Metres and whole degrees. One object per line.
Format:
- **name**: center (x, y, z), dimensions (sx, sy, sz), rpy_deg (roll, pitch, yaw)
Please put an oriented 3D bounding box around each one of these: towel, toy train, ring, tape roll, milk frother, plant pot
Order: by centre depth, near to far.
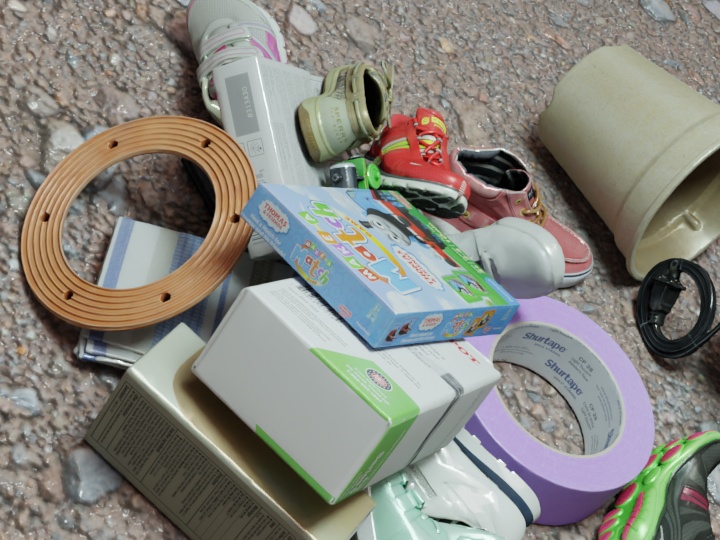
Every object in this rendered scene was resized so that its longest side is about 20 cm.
- **ring**: center (-0.174, -0.037, 1.231), dimensions (0.199, 0.019, 0.201), rpy_deg (-7, 56, 11)
- **towel**: center (-0.121, 0.039, 1.256), dimensions (0.199, 0.024, 0.147), rpy_deg (16, 50, -11)
- **toy train**: center (0.000, 0.000, 1.315), dimensions (0.056, 0.042, 0.201), rpy_deg (3, 79, -61)
- **tape roll**: center (0.157, 0.119, 1.361), dimensions (0.199, 0.066, 0.201), rpy_deg (18, 46, -20)
- **milk frother**: center (0.399, 0.064, 1.523), dimensions (0.200, 0.181, 0.188), rpy_deg (42, -3, 46)
- **plant pot**: center (0.286, -0.124, 1.572), dimensions (0.200, 0.201, 0.184), rpy_deg (-17, 54, -40)

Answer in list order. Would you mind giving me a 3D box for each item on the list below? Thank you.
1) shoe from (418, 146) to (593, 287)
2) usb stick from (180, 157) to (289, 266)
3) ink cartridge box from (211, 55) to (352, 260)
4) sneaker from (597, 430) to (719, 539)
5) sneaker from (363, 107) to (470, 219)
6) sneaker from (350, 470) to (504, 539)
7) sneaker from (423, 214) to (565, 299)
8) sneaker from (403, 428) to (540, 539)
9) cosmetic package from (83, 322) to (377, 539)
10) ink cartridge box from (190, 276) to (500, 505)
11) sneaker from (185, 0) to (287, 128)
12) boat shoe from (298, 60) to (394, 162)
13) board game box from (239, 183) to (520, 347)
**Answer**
- **shoe**: center (0.152, -0.051, 1.477), dimensions (0.199, 0.091, 0.072), rpy_deg (19, 47, -18)
- **usb stick**: center (-0.093, -0.032, 1.347), dimensions (0.055, 0.033, 0.200), rpy_deg (-13, 63, -40)
- **ink cartridge box**: center (-0.056, -0.093, 1.340), dimensions (0.200, 0.050, 0.162), rpy_deg (-2, 79, -73)
- **sneaker**: center (0.272, 0.211, 1.366), dimensions (0.084, 0.077, 0.200), rpy_deg (55, 46, -8)
- **sneaker**: center (0.051, -0.104, 1.395), dimensions (0.077, 0.085, 0.200), rpy_deg (24, 6, -22)
- **sneaker**: center (0.045, 0.193, 1.202), dimensions (0.118, 0.074, 0.201), rpy_deg (-3, 61, -15)
- **sneaker**: center (0.085, -0.001, 1.351), dimensions (0.088, 0.199, 0.076), rpy_deg (-27, 112, -38)
- **sneaker**: center (0.050, 0.160, 1.258), dimensions (0.200, 0.076, 0.081), rpy_deg (39, 64, 9)
- **cosmetic package**: center (-0.097, 0.147, 1.147), dimensions (0.200, 0.105, 0.071), rpy_deg (43, 44, 3)
- **ink cartridge box**: center (-0.005, 0.076, 1.148), dimensions (0.145, 0.084, 0.200), rpy_deg (42, 22, 17)
- **sneaker**: center (-0.107, -0.181, 1.404), dimensions (0.200, 0.081, 0.088), rpy_deg (60, 16, 22)
- **boat shoe**: center (0.001, -0.142, 1.370), dimensions (0.200, 0.062, 0.074), rpy_deg (-59, 131, -66)
- **board game box**: center (0.019, -0.006, 1.193), dimensions (0.151, 0.037, 0.200), rpy_deg (44, 23, 23)
